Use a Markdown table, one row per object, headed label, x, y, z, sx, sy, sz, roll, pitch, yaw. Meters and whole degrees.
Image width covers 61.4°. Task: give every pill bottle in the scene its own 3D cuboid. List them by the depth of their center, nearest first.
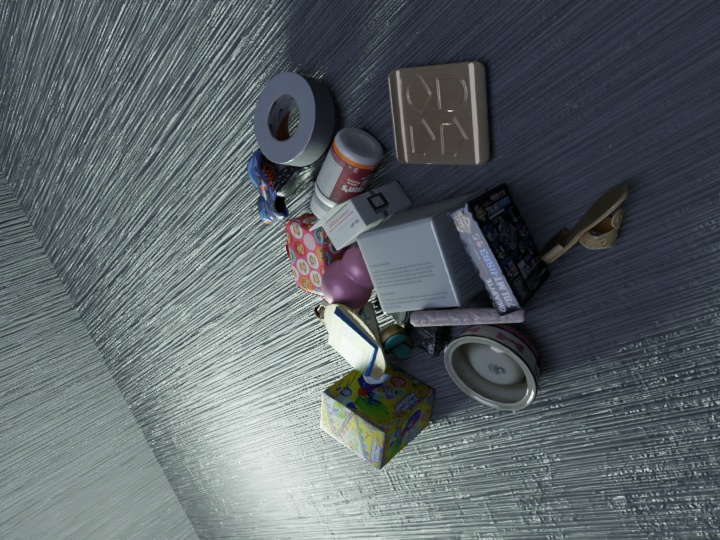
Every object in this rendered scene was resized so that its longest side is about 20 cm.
| label | x | y | z | sx | sy | sz | roll | pitch | yaw |
| --- | --- | --- | --- | --- | --- | --- | --- | --- | --- |
| pill bottle | -0.036 | -0.204 | 1.336 | 0.110 | 0.109 | 0.200 | 46 | 135 | 17 |

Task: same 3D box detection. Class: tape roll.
| label | x | y | z | sx | sy | sz | roll | pitch | yaw |
| --- | --- | --- | --- | --- | --- | --- | --- | --- | --- |
| tape roll | -0.152 | -0.339 | 1.368 | 0.200 | 0.066 | 0.201 | 1 | 91 | 40 |

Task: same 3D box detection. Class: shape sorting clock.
| label | x | y | z | sx | sy | sz | roll | pitch | yaw |
| --- | --- | --- | --- | --- | --- | --- | --- | --- | --- |
| shape sorting clock | -0.012 | 0.158 | 1.372 | 0.200 | 0.039 | 0.200 | 34 | 146 | 27 |

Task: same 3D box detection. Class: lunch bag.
| label | x | y | z | sx | sy | sz | roll | pitch | yaw |
| --- | --- | --- | --- | --- | --- | --- | --- | --- | --- |
| lunch bag | -0.119 | -0.039 | 1.517 | 0.176 | 0.082 | 0.201 | 13 | 119 | 40 |

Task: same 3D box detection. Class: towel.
| label | x | y | z | sx | sy | sz | roll | pitch | yaw |
| --- | --- | --- | --- | --- | --- | --- | --- | --- | --- |
| towel | 0.206 | 0.085 | 1.151 | 0.199 | 0.191 | 0.032 | -5 | 87 | 13 |

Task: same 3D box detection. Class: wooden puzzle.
| label | x | y | z | sx | sy | sz | roll | pitch | yaw |
| --- | --- | --- | --- | --- | --- | --- | --- | --- | --- |
| wooden puzzle | 0.153 | -0.297 | 1.162 | 0.199 | 0.046 | 0.186 | 8 | 115 | 36 |

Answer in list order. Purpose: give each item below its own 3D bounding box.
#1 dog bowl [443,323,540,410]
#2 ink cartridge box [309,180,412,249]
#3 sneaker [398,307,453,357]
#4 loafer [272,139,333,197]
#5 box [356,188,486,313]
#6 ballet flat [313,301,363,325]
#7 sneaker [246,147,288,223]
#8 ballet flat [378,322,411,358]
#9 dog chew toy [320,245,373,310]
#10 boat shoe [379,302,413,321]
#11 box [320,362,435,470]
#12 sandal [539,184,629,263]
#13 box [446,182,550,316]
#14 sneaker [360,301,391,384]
| label | x | y | z | sx | sy | sz | roll | pitch | yaw |
| --- | --- | --- | --- | --- | --- | --- | --- | --- | --- |
| dog bowl | 0.274 | 0.188 | 1.236 | 0.200 | 0.074 | 0.201 | 23 | 137 | 23 |
| ink cartridge box | 0.001 | -0.111 | 1.281 | 0.116 | 0.200 | 0.067 | -37 | 83 | 47 |
| sneaker | 0.173 | 0.115 | 1.325 | 0.114 | 0.076 | 0.199 | 54 | 139 | 6 |
| loafer | -0.127 | -0.243 | 1.438 | 0.200 | 0.070 | 0.068 | -36 | 64 | 30 |
| box | 0.143 | -0.036 | 1.185 | 0.199 | 0.200 | 0.172 | -10 | 105 | 46 |
| ballet flat | -0.064 | 0.100 | 1.514 | 0.065 | 0.071 | 0.200 | 36 | 153 | -17 |
| sneaker | -0.227 | -0.217 | 1.549 | 0.078 | 0.075 | 0.201 | 5 | 122 | 32 |
| ballet flat | 0.071 | 0.153 | 1.382 | 0.063 | 0.068 | 0.200 | 61 | 180 | 23 |
| dog chew toy | 0.000 | 0.000 | 1.391 | 0.125 | 0.124 | 0.200 | 48 | 111 | 14 |
| boat shoe | 0.088 | 0.067 | 1.347 | 0.201 | 0.060 | 0.072 | -132 | 42 | -72 |
| box | 0.041 | 0.336 | 1.466 | 0.192 | 0.200 | 0.122 | 27 | 126 | 31 |
| sandal | 0.401 | -0.063 | 1.036 | 0.070 | 0.078 | 0.212 | 38 | 141 | -3 |
| box | 0.252 | -0.044 | 1.077 | 0.050 | 0.200 | 0.199 | -28 | 91 | 35 |
| sneaker | 0.036 | 0.171 | 1.463 | 0.072 | 0.072 | 0.201 | -11 | 75 | 17 |
